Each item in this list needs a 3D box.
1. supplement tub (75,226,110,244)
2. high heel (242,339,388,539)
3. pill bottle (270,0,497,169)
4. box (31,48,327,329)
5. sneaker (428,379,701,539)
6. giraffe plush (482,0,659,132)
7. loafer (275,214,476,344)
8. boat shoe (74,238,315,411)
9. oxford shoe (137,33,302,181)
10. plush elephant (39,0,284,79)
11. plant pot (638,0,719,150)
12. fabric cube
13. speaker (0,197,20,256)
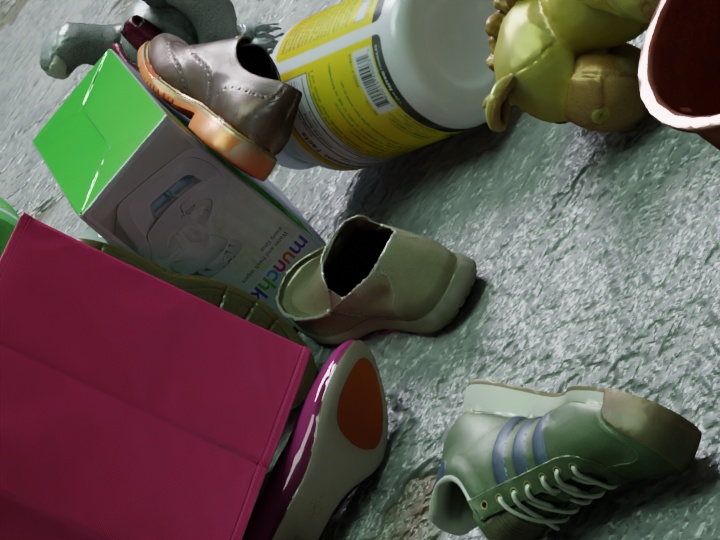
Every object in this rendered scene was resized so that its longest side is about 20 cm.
[{"bbox_3d":[-0.207,0.078,1.994,0.200,0.144,0.144,-49,23,5],"label":"supplement tub"},{"bbox_3d":[-0.046,0.132,1.716,0.096,0.067,0.200,-15,44,38],"label":"high heel"},{"bbox_3d":[0.009,-0.133,1.944,0.200,0.112,0.113,-17,39,51],"label":"pill bottle"},{"bbox_3d":[-0.125,-0.046,1.992,0.097,0.176,0.200,-50,23,3],"label":"box"},{"bbox_3d":[0.102,0.112,1.501,0.200,0.067,0.090,1,62,62],"label":"sneaker"},{"bbox_3d":[0.141,-0.155,1.729,0.200,0.172,0.162,42,118,39],"label":"giraffe plush"},{"bbox_3d":[0.000,0.000,1.835,0.200,0.068,0.076,-8,47,58],"label":"loafer"},{"bbox_3d":[-0.121,0.043,1.883,0.072,0.201,0.066,-61,-12,-24],"label":"boat shoe"},{"bbox_3d":[-0.092,-0.128,1.936,0.073,0.071,0.200,-54,36,6],"label":"oxford shoe"},{"bbox_3d":[-0.144,-0.143,2.224,0.165,0.200,0.155,-45,43,45],"label":"plush elephant"},{"bbox_3d":[0.269,-0.087,1.321,0.201,0.195,0.201,-40,25,23],"label":"plant pot"},{"bbox_3d":[-0.175,0.124,1.731,0.196,0.199,0.200,-57,9,50],"label":"fabric cube"},{"bbox_3d":[-0.262,-0.010,1.904,0.088,0.088,0.200,-51,11,-2],"label":"speaker"}]
